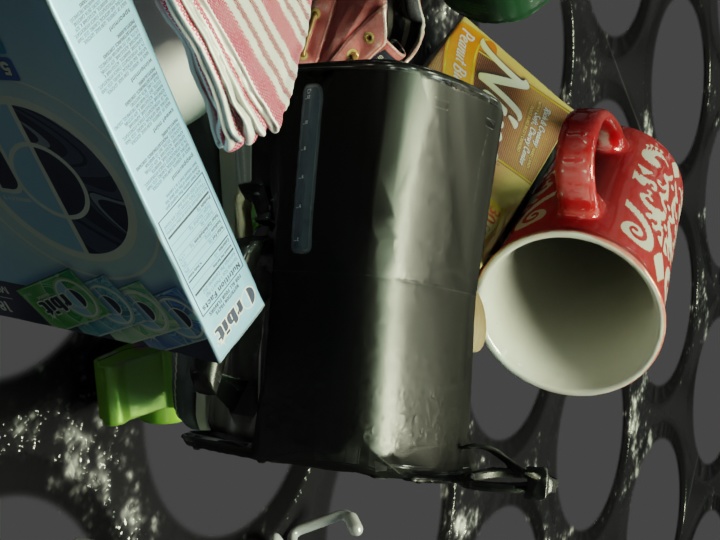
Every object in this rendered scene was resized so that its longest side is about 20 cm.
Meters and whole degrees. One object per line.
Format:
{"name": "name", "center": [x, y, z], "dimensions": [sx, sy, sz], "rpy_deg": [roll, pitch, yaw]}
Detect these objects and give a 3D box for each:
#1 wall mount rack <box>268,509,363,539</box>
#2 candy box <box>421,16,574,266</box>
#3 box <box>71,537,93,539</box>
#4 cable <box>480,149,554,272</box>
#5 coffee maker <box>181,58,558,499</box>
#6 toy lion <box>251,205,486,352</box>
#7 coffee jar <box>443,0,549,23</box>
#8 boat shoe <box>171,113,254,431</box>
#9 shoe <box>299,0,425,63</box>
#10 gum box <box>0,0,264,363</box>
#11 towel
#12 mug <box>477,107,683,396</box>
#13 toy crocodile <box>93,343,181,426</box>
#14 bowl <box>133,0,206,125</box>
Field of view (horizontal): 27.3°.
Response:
{"name": "wall mount rack", "center": [0.001, 0.266, 1.008], "dimensions": [0.174, 0.074, 0.201], "rpy_deg": [-108, 179, -54]}
{"name": "candy box", "center": [0.069, -0.085, 1.092], "dimensions": [0.115, 0.055, 0.200], "rpy_deg": [40, 49, -6]}
{"name": "box", "center": [-0.192, 0.247, 0.775], "dimensions": [0.200, 0.036, 0.145], "rpy_deg": [-27, 117, -54]}
{"name": "cable", "center": [0.112, -0.048, 1.177], "dimensions": [0.097, 0.050, 0.201], "rpy_deg": [43, 44, -41]}
{"name": "coffee maker", "center": [0.016, 0.002, 0.753], "dimensions": [0.135, 0.191, 0.201], "rpy_deg": [22, 75, -79]}
{"name": "toy lion", "center": [0.000, 0.000, 0.926], "dimensions": [0.200, 0.068, 0.193], "rpy_deg": [-46, 123, -57]}
{"name": "coffee jar", "center": [0.071, -0.254, 0.885], "dimensions": [0.104, 0.085, 0.200], "rpy_deg": [-42, 133, -16]}
{"name": "boat shoe", "center": [-0.094, -0.003, 0.842], "dimensions": [0.073, 0.061, 0.201], "rpy_deg": [55, 34, -65]}
{"name": "shoe", "center": [-0.017, -0.126, 0.959], "dimensions": [0.071, 0.091, 0.201], "rpy_deg": [15, 82, -59]}
{"name": "gum box", "center": [-0.150, -0.056, 0.662], "dimensions": [0.045, 0.169, 0.201], "rpy_deg": [-53, 137, -36]}
{"name": "towel", "center": [-0.067, -0.164, 0.670], "dimensions": [0.200, 0.030, 0.147], "rpy_deg": [-81, 149, -51]}
{"name": "mug", "center": [0.181, -0.033, 1.086], "dimensions": [0.178, 0.133, 0.200], "rpy_deg": [-64, 176, 35]}
{"name": "toy crocodile", "center": [-0.087, 0.049, 0.895], "dimensions": [0.200, 0.061, 0.068], "rpy_deg": [-18, 110, -57]}
{"name": "bowl", "center": [-0.106, -0.158, 0.735], "dimensions": [0.201, 0.090, 0.202], "rpy_deg": [-14, 90, -74]}
